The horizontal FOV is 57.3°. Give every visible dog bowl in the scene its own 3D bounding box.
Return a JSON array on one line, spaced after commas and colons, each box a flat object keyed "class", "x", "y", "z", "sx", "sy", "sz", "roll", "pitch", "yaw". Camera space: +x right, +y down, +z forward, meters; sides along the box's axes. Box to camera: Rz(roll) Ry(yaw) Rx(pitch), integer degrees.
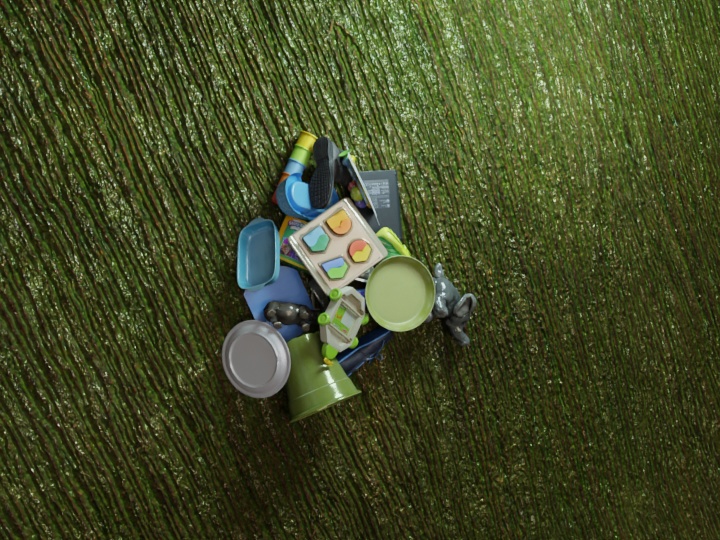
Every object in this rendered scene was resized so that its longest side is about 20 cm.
[{"class": "dog bowl", "x": -0.137, "y": -0.183, "z": 1.701, "sx": 0.200, "sy": 0.050, "sz": 0.112, "roll": 10, "pitch": 72, "yaw": -50}]

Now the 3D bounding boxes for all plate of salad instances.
[{"class": "plate of salad", "x": -0.262, "y": 0.223, "z": 1.674, "sx": 0.200, "sy": 0.048, "sz": 0.200, "roll": 2, "pitch": 95, "yaw": 22}]

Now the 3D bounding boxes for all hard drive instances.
[{"class": "hard drive", "x": 0.041, "y": -0.173, "z": 1.817, "sx": 0.139, "sy": 0.033, "sz": 0.200, "roll": -6, "pitch": 93, "yaw": -19}]

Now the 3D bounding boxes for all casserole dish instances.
[{"class": "casserole dish", "x": -0.253, "y": -0.036, "z": 1.665, "sx": 0.039, "sy": 0.121, "sz": 0.200, "roll": 33, "pitch": 48, "yaw": -53}]

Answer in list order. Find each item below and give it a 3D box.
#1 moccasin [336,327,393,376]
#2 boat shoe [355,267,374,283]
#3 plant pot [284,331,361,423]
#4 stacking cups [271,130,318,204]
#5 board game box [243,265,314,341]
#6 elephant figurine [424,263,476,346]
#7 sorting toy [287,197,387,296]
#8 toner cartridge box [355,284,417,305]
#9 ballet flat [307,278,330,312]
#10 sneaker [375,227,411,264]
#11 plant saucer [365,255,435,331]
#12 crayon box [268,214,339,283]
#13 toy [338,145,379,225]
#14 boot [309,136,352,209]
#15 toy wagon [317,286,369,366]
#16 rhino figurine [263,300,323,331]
[{"class": "moccasin", "x": 0.007, "y": 0.227, "z": 1.801, "sx": 0.200, "sy": 0.080, "sz": 0.068, "roll": -33, "pitch": 105, "yaw": -1}, {"class": "boat shoe", "x": 0.001, "y": 0.000, "z": 1.787, "sx": 0.201, "sy": 0.072, "sz": 0.060, "roll": 11, "pitch": 93, "yaw": -16}, {"class": "plant pot", "x": -0.126, "y": 0.265, "z": 1.693, "sx": 0.200, "sy": 0.200, "sz": 0.190, "roll": -21, "pitch": 79, "yaw": -18}, {"class": "stacking cups", "x": -0.178, "y": -0.266, "z": 1.728, "sx": 0.060, "sy": 0.060, "sz": 0.200, "roll": 30, "pitch": 84, "yaw": -18}, {"class": "board game box", "x": -0.215, "y": 0.087, "z": 1.732, "sx": 0.158, "sy": 0.039, "sz": 0.200, "roll": -28, "pitch": 103, "yaw": -23}, {"class": "elephant figurine", "x": 0.259, "y": 0.104, "z": 1.866, "sx": 0.200, "sy": 0.155, "sz": 0.142, "roll": 20, "pitch": 41, "yaw": -29}, {"class": "sorting toy", "x": -0.055, "y": -0.061, "z": 1.667, "sx": 0.200, "sy": 0.036, "sz": 0.185, "roll": -36, "pitch": 92, "yaw": -13}, {"class": "toner cartridge box", "x": 0.045, "y": 0.067, "z": 1.792, "sx": 0.200, "sy": 0.095, "sz": 0.043, "roll": -6, "pitch": 93, "yaw": -20}, {"class": "ballet flat", "x": -0.089, "y": 0.110, "z": 1.772, "sx": 0.064, "sy": 0.067, "sz": 0.200, "roll": -18, "pitch": 97, "yaw": 9}, {"class": "sneaker", "x": 0.091, "y": -0.035, "z": 1.815, "sx": 0.083, "sy": 0.074, "sz": 0.200, "roll": -30, "pitch": 123, "yaw": 13}, {"class": "plant saucer", "x": 0.102, "y": 0.060, "z": 1.746, "sx": 0.200, "sy": 0.031, "sz": 0.200, "roll": 0, "pitch": 90, "yaw": -19}, {"class": "crayon box", "x": -0.125, "y": -0.052, "z": 1.715, "sx": 0.200, "sy": 0.058, "sz": 0.119, "roll": 23, "pitch": 80, "yaw": 1}, {"class": "toy", "x": -0.010, "y": -0.215, "z": 1.710, "sx": 0.047, "sy": 0.115, "sz": 0.200, "roll": -20, "pitch": 113, "yaw": 5}, {"class": "boot", "x": -0.066, "y": -0.239, "z": 1.718, "sx": 0.132, "sy": 0.070, "sz": 0.200, "roll": 25, "pitch": 67, "yaw": -54}, {"class": "toy wagon", "x": -0.053, "y": 0.141, "z": 1.652, "sx": 0.155, "sy": 0.040, "sz": 0.200, "roll": 45, "pitch": 65, "yaw": -48}, {"class": "rhino figurine", "x": -0.155, "y": 0.116, "z": 1.690, "sx": 0.200, "sy": 0.087, "sz": 0.060, "roll": 8, "pitch": 104, "yaw": -23}]
